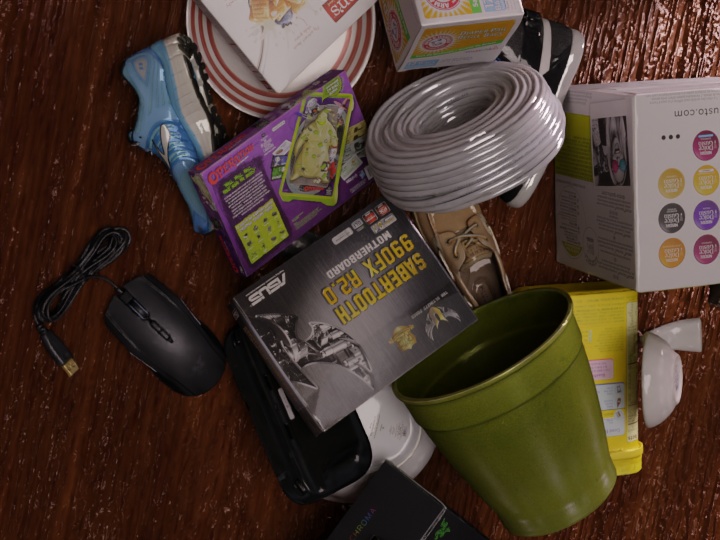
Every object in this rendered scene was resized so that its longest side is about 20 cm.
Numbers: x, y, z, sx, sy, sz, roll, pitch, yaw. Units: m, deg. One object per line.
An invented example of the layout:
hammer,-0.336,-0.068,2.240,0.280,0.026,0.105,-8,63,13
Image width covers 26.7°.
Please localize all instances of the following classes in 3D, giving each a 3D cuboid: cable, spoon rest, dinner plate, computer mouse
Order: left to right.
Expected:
computer mouse,-0.231,0.069,1.519,0.140,0.046,0.201,-41,107,-10
dinner plate,-0.081,-0.253,1.535,0.198,0.024,0.203,-3,99,-18
cable,0.101,-0.135,1.488,0.198,0.201,0.070,-13,121,22
spoon rest,0.324,0.102,1.645,0.060,0.200,0.101,0,106,24

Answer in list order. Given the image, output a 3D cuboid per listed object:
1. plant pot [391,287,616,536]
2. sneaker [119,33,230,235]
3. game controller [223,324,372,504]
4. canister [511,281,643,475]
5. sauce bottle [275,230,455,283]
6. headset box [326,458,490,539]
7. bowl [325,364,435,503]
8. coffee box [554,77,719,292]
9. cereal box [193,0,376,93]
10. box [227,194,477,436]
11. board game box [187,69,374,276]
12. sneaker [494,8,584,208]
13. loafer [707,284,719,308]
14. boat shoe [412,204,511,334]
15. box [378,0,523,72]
plant pot,0.161,0.153,1.522,0.199,0.200,0.194,-31,106,-11
sneaker,-0.183,-0.130,1.505,0.089,0.079,0.202,-11,108,12
game controller,-0.064,0.131,1.533,0.103,0.042,0.202,-26,76,7
canister,0.234,0.118,1.654,0.147,0.086,0.203,-3,97,-16
sauce bottle,0.000,0.000,1.571,0.198,0.066,0.067,24,90,-13
headset box,0.038,0.310,1.562,0.175,0.092,0.200,-52,146,-6
bowl,0.006,0.156,1.584,0.199,0.090,0.204,-2,99,-17
coffee box,0.331,-0.096,1.594,0.197,0.200,0.200,-5,100,-16
cereal box,-0.096,-0.296,1.492,0.144,0.039,0.200,-44,107,-8
box,-0.008,0.042,1.501,0.199,0.048,0.159,-33,86,-18
board game box,-0.070,-0.099,1.510,0.199,0.032,0.121,-38,124,-28
sneaker,0.153,-0.176,1.600,0.111,0.073,0.202,20,83,-16
loafer,0.473,0.050,1.735,0.199,0.073,0.072,30,98,-14
boat shoe,0.115,-0.026,1.606,0.071,0.064,0.201,-31,105,-11
box,0.074,-0.311,1.495,0.111,0.101,0.202,-10,74,-16
